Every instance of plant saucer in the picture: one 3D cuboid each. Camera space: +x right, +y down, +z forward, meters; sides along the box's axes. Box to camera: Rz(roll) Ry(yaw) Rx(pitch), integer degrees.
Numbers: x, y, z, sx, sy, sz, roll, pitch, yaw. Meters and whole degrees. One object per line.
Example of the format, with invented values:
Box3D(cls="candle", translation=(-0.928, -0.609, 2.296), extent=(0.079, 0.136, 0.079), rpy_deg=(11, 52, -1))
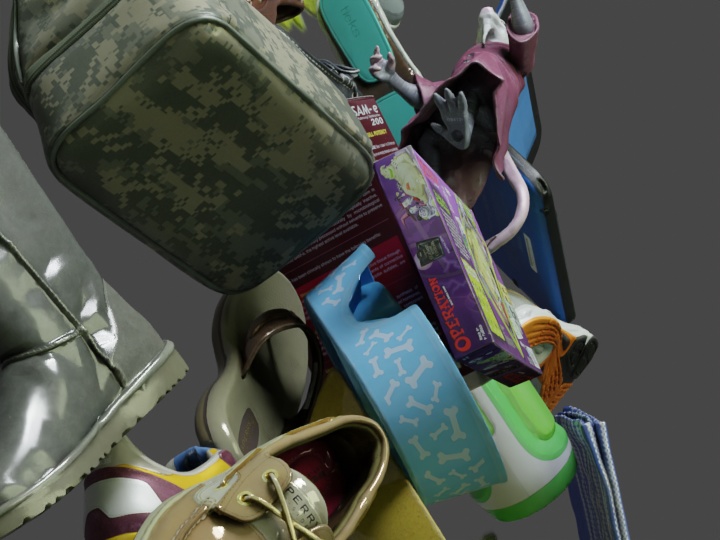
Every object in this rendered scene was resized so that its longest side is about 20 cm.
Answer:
Box3D(cls="plant saucer", translation=(0.032, 0.183, 0.955), extent=(0.201, 0.048, 0.200), rpy_deg=(65, -5, -35))

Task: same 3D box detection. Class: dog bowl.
Box3D(cls="dog bowl", translation=(0.020, 0.061, 0.957), extent=(0.112, 0.049, 0.200), rpy_deg=(64, -6, -26))

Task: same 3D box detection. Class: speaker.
Box3D(cls="speaker", translation=(0.071, 0.077, 1.184), extent=(0.201, 0.088, 0.089), rpy_deg=(56, 27, -14))

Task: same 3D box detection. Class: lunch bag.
Box3D(cls="lunch bag", translation=(-0.103, -0.107, 0.977), extent=(0.200, 0.139, 0.168), rpy_deg=(37, 19, -46))

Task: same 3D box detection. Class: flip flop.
Box3D(cls="flip flop", translation=(-0.052, 0.061, 0.995), extent=(0.081, 0.057, 0.200), rpy_deg=(53, 20, -18))

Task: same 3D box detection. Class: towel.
Box3D(cls="towel", translation=(0.172, 0.176, 1.236), extent=(0.200, 0.024, 0.146), rpy_deg=(69, 9, -87))

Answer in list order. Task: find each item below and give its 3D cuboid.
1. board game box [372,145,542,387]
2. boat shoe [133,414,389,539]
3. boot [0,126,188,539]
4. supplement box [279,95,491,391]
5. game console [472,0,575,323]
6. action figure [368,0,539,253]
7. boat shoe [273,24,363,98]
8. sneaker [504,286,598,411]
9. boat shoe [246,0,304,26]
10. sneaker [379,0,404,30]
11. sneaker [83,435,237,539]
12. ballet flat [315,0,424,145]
Box3D(cls="board game box", translation=(0.061, 0.004, 0.993), extent=(0.200, 0.032, 0.121), rpy_deg=(32, 38, -74))
Box3D(cls="boat shoe", translation=(-0.045, 0.119, 0.808), extent=(0.074, 0.066, 0.200), rpy_deg=(54, 29, -4))
Box3D(cls="boot", translation=(-0.189, 0.012, 0.786), extent=(0.201, 0.072, 0.182), rpy_deg=(55, 37, -11))
Box3D(cls="supplement box", translation=(0.000, 0.000, 1.097), extent=(0.201, 0.108, 0.061), rpy_deg=(64, 23, 1))
Box3D(cls="game console", translation=(0.141, -0.086, 1.334), extent=(0.171, 0.118, 0.201), rpy_deg=(47, -12, 33))
Box3D(cls="action figure", translation=(0.093, -0.125, 1.187), extent=(0.149, 0.133, 0.200), rpy_deg=(51, 31, -13))
Box3D(cls="boat shoe", translation=(-0.035, -0.117, 1.162), extent=(0.200, 0.074, 0.063), rpy_deg=(45, 48, -52))
Box3D(cls="sneaker", translation=(0.122, 0.049, 1.321), extent=(0.092, 0.076, 0.200), rpy_deg=(38, -1, 26))
Box3D(cls="boat shoe", translation=(-0.085, -0.175, 1.151), extent=(0.072, 0.072, 0.200), rpy_deg=(60, 23, -10))
Box3D(cls="sneaker", translation=(0.003, -0.287, 1.353), extent=(0.200, 0.120, 0.084), rpy_deg=(44, 31, -33))
Box3D(cls="sneaker", translation=(-0.065, 0.140, 0.889), extent=(0.199, 0.074, 0.091), rpy_deg=(29, 47, -50))
Box3D(cls="ballet flat", translation=(0.023, -0.137, 1.327), extent=(0.069, 0.069, 0.202), rpy_deg=(-2, 67, -61))
